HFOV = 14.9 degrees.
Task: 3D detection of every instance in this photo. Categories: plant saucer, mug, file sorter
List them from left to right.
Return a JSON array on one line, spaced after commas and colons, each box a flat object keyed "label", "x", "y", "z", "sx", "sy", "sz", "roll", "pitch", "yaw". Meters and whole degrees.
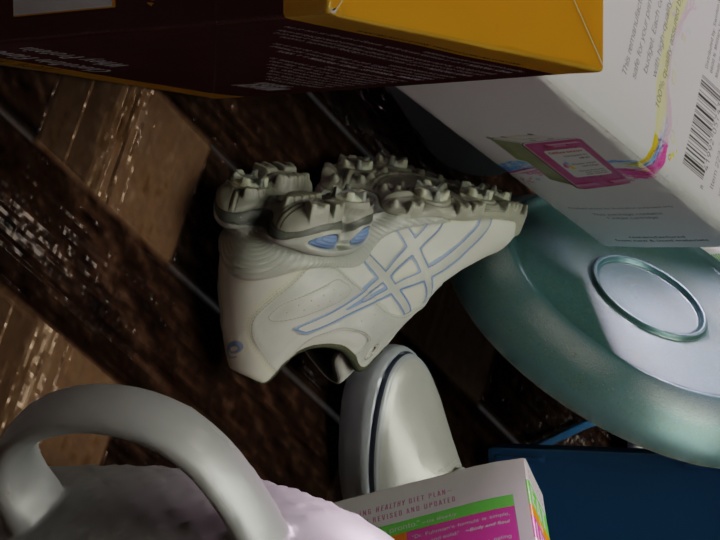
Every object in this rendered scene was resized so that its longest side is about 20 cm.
[{"label": "mug", "x": -0.069, "y": 0.128, "z": 1.035, "sx": 0.148, "sy": 0.174, "sz": 0.201, "roll": -51, "pitch": 129, "yaw": -44}, {"label": "plant saucer", "x": 0.137, "y": 0.021, "z": 1.347, "sx": 0.200, "sy": 0.200, "sz": 0.028, "roll": -19, "pitch": 144, "yaw": -54}, {"label": "file sorter", "x": 0.159, "y": 0.180, "z": 1.400, "sx": 0.122, "sy": 0.138, "sz": 0.201, "roll": -15, "pitch": 103, "yaw": -58}]

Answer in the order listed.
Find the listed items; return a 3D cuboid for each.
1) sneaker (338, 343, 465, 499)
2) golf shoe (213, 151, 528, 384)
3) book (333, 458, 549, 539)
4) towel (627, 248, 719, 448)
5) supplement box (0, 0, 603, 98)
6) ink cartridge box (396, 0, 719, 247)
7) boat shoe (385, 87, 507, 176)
[{"label": "sneaker", "x": 0.045, "y": 0.129, "z": 1.295, "sx": 0.073, "sy": 0.070, "sz": 0.201, "roll": -36, "pitch": 118, "yaw": -51}, {"label": "golf shoe", "x": 0.000, "y": 0.000, "z": 1.254, "sx": 0.199, "sy": 0.078, "sz": 0.098, "roll": -7, "pitch": 111, "yaw": -50}, {"label": "book", "x": 0.020, "y": 0.168, "z": 1.133, "sx": 0.201, "sy": 0.133, "sz": 0.048, "roll": -93, "pitch": 161, "yaw": -54}, {"label": "towel", "x": 0.184, "y": 0.083, "z": 1.548, "sx": 0.149, "sy": 0.031, "sz": 0.202, "roll": -1, "pitch": 91, "yaw": -53}, {"label": "supplement box", "x": -0.038, "y": -0.146, "z": 1.071, "sx": 0.197, "sy": 0.199, "sz": 0.134, "roll": 4, "pitch": 85, "yaw": -56}, {"label": "ink cartridge box", "x": 0.110, "y": -0.114, "z": 1.260, "sx": 0.200, "sy": 0.084, "sz": 0.145, "roll": 35, "pitch": 63, "yaw": -49}, {"label": "boat shoe", "x": 0.032, "y": -0.131, "z": 1.297, "sx": 0.200, "sy": 0.071, "sz": 0.070, "roll": 52, "pitch": 37, "yaw": -43}]
